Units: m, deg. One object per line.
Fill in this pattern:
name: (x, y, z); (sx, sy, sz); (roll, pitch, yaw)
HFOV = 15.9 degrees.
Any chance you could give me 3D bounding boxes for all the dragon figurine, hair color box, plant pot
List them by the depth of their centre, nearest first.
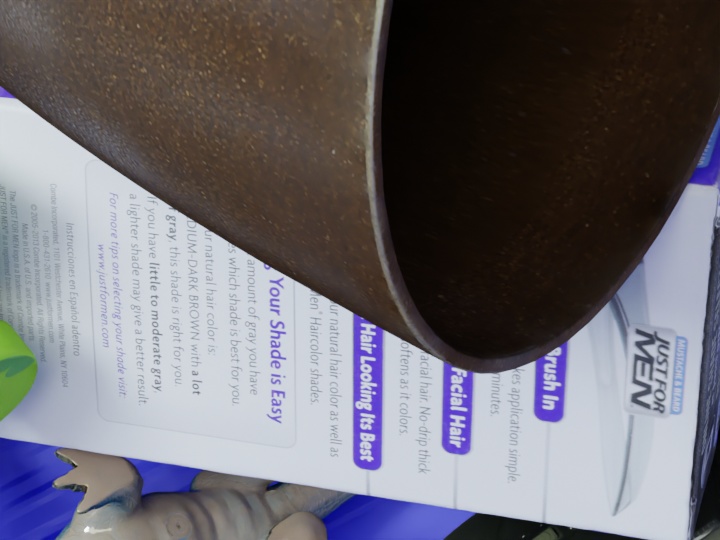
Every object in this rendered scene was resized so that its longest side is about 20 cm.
plant pot: (-0.029, -0.095, 0.600); (0.200, 0.187, 0.187); (19, 87, 28)
hair color box: (0.000, 0.000, 0.702); (0.200, 0.065, 0.110); (9, 120, 13)
dragon figurine: (-0.054, 0.088, 0.773); (0.200, 0.099, 0.059); (-15, 68, -29)

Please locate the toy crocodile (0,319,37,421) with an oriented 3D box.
toy crocodile: (-0.146, 0.041, 0.711); (0.068, 0.062, 0.200); (50, 132, 19)

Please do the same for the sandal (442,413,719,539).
sandal: (0.105, 0.073, 0.747); (0.201, 0.057, 0.080); (-29, 37, 9)
